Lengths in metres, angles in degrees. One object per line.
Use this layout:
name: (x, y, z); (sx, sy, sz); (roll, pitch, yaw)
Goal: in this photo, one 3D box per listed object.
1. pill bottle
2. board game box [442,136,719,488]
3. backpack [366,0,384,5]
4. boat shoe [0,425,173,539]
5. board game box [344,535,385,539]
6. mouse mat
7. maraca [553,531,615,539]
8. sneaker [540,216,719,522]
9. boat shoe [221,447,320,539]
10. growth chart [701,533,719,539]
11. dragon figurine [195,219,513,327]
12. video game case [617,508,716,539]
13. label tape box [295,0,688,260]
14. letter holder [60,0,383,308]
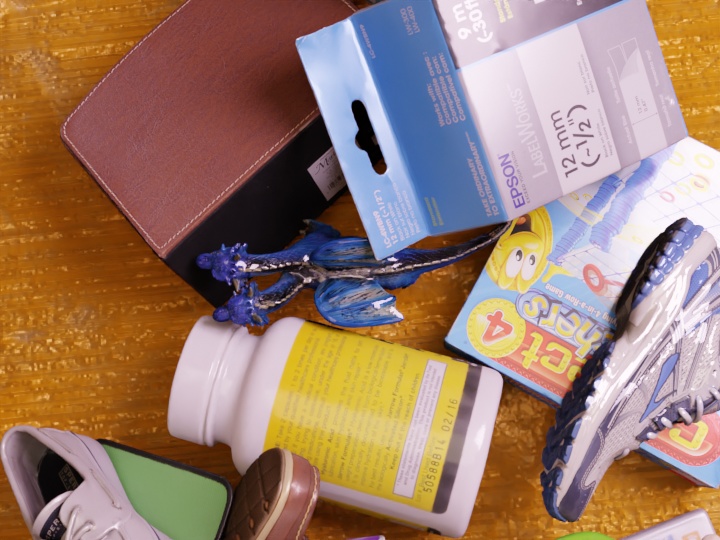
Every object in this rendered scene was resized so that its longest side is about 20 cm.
pill bottle: (-0.017, 0.093, 0.767); (0.199, 0.111, 0.112); (14, 83, 5)
board game box: (0.186, 0.010, 0.792); (0.199, 0.056, 0.196); (28, 84, 7)
backpack: (0.042, -0.259, 0.736); (0.153, 0.163, 0.201); (18, 114, -3)
boat shoe: (-0.170, 0.161, 0.740); (0.072, 0.066, 0.200); (-50, 45, 8)
board game box: (-0.002, 0.254, 0.680); (0.103, 0.200, 0.105); (-12, 43, 17)
mouse mat: (-0.161, 0.213, 0.757); (0.161, 0.008, 0.201); (7, 73, 43)
maraca: (0.139, 0.257, 0.715); (0.137, 0.107, 0.201); (-16, 95, -30)
sneaker: (0.180, 0.070, 0.720); (0.085, 0.077, 0.200); (30, 85, 3)
boat shoe: (-0.056, 0.183, 0.739); (0.067, 0.200, 0.072); (15, 40, -11)
growth chart: (0.195, 0.263, 0.696); (0.018, 0.145, 0.201); (7, 72, 26)
dragon figurine: (0.000, 0.000, 0.755); (0.199, 0.099, 0.059); (-1, 108, 10)
video game case: (0.166, 0.276, 0.773); (0.199, 0.022, 0.183); (-22, 81, 1)
label tape box: (0.081, -0.107, 0.707); (0.199, 0.066, 0.144); (-25, 103, -20)
letter holder: (-0.081, -0.102, 0.805); (0.200, 0.101, 0.142); (-43, 65, -3)
